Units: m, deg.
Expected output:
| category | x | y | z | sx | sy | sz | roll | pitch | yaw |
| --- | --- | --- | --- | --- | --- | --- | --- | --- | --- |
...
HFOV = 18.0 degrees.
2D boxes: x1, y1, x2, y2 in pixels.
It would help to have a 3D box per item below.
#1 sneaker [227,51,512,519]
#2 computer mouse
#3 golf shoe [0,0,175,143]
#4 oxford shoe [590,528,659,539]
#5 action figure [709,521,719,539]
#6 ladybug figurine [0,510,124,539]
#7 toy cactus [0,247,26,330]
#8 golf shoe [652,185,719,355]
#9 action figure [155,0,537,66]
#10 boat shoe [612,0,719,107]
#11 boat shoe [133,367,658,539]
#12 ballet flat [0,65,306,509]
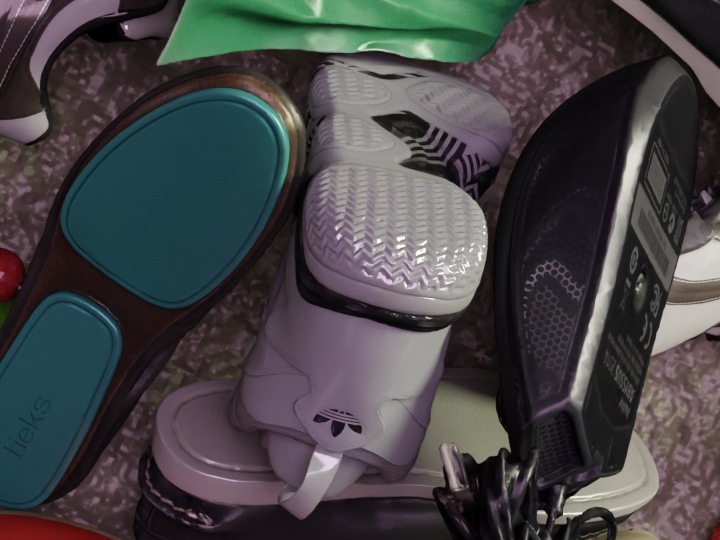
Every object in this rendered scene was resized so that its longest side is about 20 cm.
| category | x | y | z | sx | sy | sz | roll | pitch | yaw |
| --- | --- | --- | --- | --- | --- | --- | --- | --- | --- |
| sneaker | 0.000 | 0.000 | 0.796 | 0.075 | 0.200 | 0.115 | 18 | 115 | -4 |
| computer mouse | 0.064 | 0.017 | 0.760 | 0.052 | 0.139 | 0.201 | 10 | 68 | 22 |
| golf shoe | -0.086 | -0.134 | 0.815 | 0.094 | 0.078 | 0.200 | 43 | 92 | -8 |
| oxford shoe | 0.041 | 0.167 | 0.839 | 0.200 | 0.074 | 0.071 | -34 | 98 | 9 |
| action figure | 0.205 | 0.045 | 0.851 | 0.200 | 0.052 | 0.065 | -44 | 142 | 20 |
| ladybug figurine | -0.096 | 0.156 | 0.766 | 0.199 | 0.072 | 0.136 | 31 | 71 | -7 |
| toy cactus | -0.198 | -0.023 | 0.765 | 0.199 | 0.102 | 0.166 | 13 | 116 | -16 |
| golf shoe | 0.152 | 0.004 | 0.860 | 0.200 | 0.078 | 0.095 | -35 | 95 | -9 |
| action figure | 0.001 | -0.117 | 0.805 | 0.199 | 0.055 | 0.119 | 8 | 93 | -46 |
| boat shoe | 0.130 | -0.115 | 0.828 | 0.072 | 0.068 | 0.200 | -10 | 48 | -46 |
| boat shoe | 0.014 | 0.082 | 0.837 | 0.199 | 0.074 | 0.061 | 0 | 131 | -25 |
| ballet flat | -0.080 | -0.003 | 0.780 | 0.068 | 0.068 | 0.200 | 38 | 119 | -4 |
